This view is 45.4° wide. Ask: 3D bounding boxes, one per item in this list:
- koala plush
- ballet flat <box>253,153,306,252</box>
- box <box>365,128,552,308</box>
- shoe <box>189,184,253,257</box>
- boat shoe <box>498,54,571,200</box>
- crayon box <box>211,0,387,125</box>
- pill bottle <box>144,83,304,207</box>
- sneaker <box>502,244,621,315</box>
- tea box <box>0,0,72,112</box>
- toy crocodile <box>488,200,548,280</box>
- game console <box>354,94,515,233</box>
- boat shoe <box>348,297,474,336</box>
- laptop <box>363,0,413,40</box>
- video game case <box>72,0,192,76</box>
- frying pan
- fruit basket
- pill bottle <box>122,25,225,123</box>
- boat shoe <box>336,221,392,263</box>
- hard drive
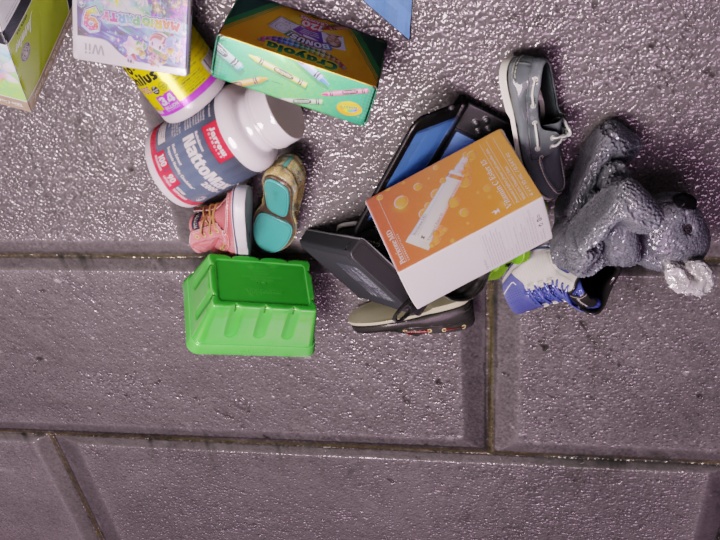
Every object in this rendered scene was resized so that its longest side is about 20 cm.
[{"bbox_3d":[0.365,-0.057,1.117,0.196,0.180,0.185,16,133,-12],"label":"koala plush"},{"bbox_3d":[-0.111,-0.096,1.225,0.069,0.072,0.201,15,151,-3],"label":"ballet flat"},{"bbox_3d":[0.124,-0.065,1.093,0.197,0.126,0.098,-28,145,4],"label":"box"},{"bbox_3d":[-0.201,-0.066,1.226,0.089,0.073,0.201,7,161,-4],"label":"shoe"},{"bbox_3d":[0.232,-0.177,1.089,0.061,0.073,0.203,1,127,39],"label":"boat shoe"},{"bbox_3d":[-0.072,-0.260,1.054,0.196,0.120,0.059,17,131,-5],"label":"crayon box"},{"bbox_3d":[-0.178,-0.175,1.143,0.197,0.121,0.120,-23,123,26],"label":"pill bottle"},{"bbox_3d":[0.288,0.015,1.220,0.198,0.116,0.080,-32,118,31],"label":"sneaker"},{"bbox_3d":[-0.414,-0.327,0.969,0.131,0.204,0.198,13,154,-2],"label":"tea box"},{"bbox_3d":[0.210,-0.062,1.211,0.066,0.062,0.203,-16,139,-33],"label":"toy crocodile"},{"bbox_3d":[0.110,-0.115,1.143,0.173,0.118,0.201,24,130,-10],"label":"game console"},{"bbox_3d":[0.079,0.074,1.333,0.197,0.074,0.064,-10,120,12],"label":"boat shoe"},{"bbox_3d":[-0.031,-0.375,0.953,0.195,0.117,0.190,6,130,5],"label":"laptop"},{"bbox_3d":[-0.258,-0.333,0.976,0.140,0.018,0.204,9,114,4],"label":"video game case"},{"bbox_3d":[0.116,0.017,1.172,0.114,0.193,0.031,36,159,-23],"label":"frying pan"},{"bbox_3d":[-0.174,0.068,1.313,0.210,0.158,0.218,-8,145,-6],"label":"fruit basket"},{"bbox_3d":[-0.262,-0.292,1.071,0.103,0.105,0.201,-22,122,26],"label":"pill bottle"},{"bbox_3d":[0.055,-0.022,1.248,0.195,0.062,0.076,11,163,9],"label":"boat shoe"},{"bbox_3d":[0.000,0.000,1.229,0.139,0.033,0.199,42,169,-23],"label":"hard drive"}]
